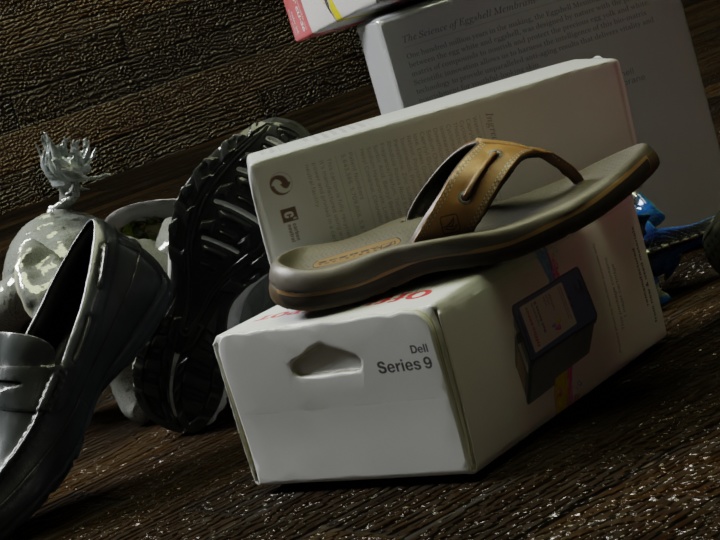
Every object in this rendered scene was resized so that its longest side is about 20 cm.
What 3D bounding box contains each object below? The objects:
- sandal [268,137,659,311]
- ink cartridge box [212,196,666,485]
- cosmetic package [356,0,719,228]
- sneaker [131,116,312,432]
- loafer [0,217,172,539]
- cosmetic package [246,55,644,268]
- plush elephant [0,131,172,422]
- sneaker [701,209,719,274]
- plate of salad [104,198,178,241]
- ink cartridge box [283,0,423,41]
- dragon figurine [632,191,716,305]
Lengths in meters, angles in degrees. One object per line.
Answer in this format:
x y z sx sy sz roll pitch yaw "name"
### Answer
0.047 -0.033 0.880 0.198 0.055 0.082 -15 10 7 "sandal"
0.044 0.033 0.938 0.144 0.088 0.199 -10 10 38 "ink cartridge box"
0.122 -0.099 1.220 0.198 0.202 0.123 -17 9 -5 "cosmetic package"
-0.078 -0.003 1.085 0.074 0.201 0.079 27 23 7 "sneaker"
-0.178 0.061 0.999 0.068 0.070 0.201 -4 48 48 "loafer"
0.041 -0.053 0.968 0.198 0.075 0.102 -15 8 -2 "cosmetic package"
-0.163 0.024 1.175 0.163 0.202 0.155 -12 25 -23 "plush elephant"
0.270 -0.035 1.008 0.199 0.079 0.096 -7 -32 -29 "sneaker"
-0.088 -0.002 1.297 0.198 0.048 0.200 8 -21 3 "plate of salad"
0.029 -0.211 1.208 0.116 0.068 0.200 -19 4 -20 "ink cartridge box"
0.149 -0.006 1.068 0.198 0.059 0.099 -14 10 16 "dragon figurine"
